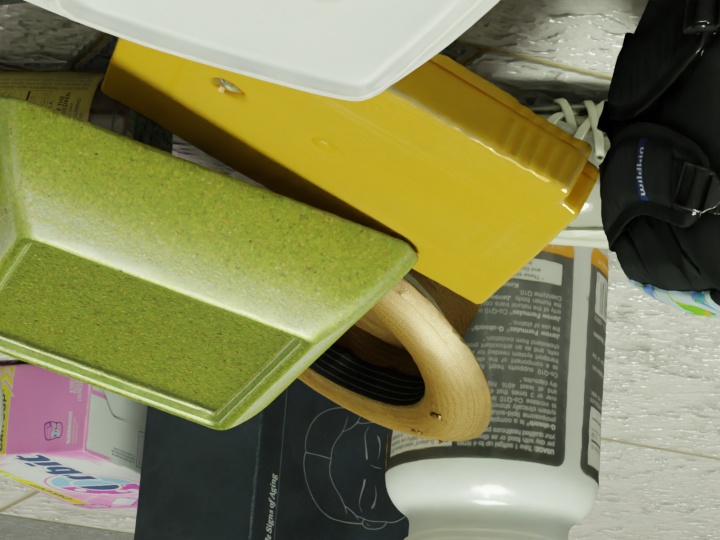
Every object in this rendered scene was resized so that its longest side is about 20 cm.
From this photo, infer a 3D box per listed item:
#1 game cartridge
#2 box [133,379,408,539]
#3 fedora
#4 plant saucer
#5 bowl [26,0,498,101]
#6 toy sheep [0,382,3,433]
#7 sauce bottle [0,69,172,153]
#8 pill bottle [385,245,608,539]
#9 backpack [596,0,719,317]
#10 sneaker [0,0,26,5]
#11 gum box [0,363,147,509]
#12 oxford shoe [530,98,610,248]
[{"bbox_3d":[-0.008,-0.064,1.085,0.199,0.033,0.176,29,162,-5],"label":"game cartridge"},{"bbox_3d":[-0.041,0.174,1.744,0.124,0.201,0.196,-10,158,43],"label":"box"},{"bbox_3d":[0.000,0.000,1.288,0.200,0.082,0.201,34,158,16],"label":"fedora"},{"bbox_3d":[-0.100,0.011,1.187,0.199,0.048,0.200,20,154,-13],"label":"plant saucer"},{"bbox_3d":[-0.018,-0.130,0.817,0.199,0.075,0.200,15,141,-33],"label":"bowl"},{"bbox_3d":[-0.291,0.087,1.647,0.137,0.138,0.200,3,160,6],"label":"toy sheep"},{"bbox_3d":[-0.188,-0.063,1.212,0.199,0.065,0.065,3,164,19],"label":"sauce bottle"},{"bbox_3d":[0.071,0.075,1.373,0.116,0.201,0.116,4,163,1],"label":"pill bottle"},{"bbox_3d":[0.155,-0.051,1.006,0.153,0.164,0.200,1,174,-19],"label":"backpack"},{"bbox_3d":[-0.122,-0.134,0.952,0.104,0.060,0.200,5,168,-18],"label":"sneaker"},{"bbox_3d":[-0.189,0.121,1.842,0.113,0.066,0.200,-5,162,26],"label":"gum box"},{"bbox_3d":[0.108,-0.050,1.185,0.199,0.075,0.058,-1,127,13],"label":"oxford shoe"}]
